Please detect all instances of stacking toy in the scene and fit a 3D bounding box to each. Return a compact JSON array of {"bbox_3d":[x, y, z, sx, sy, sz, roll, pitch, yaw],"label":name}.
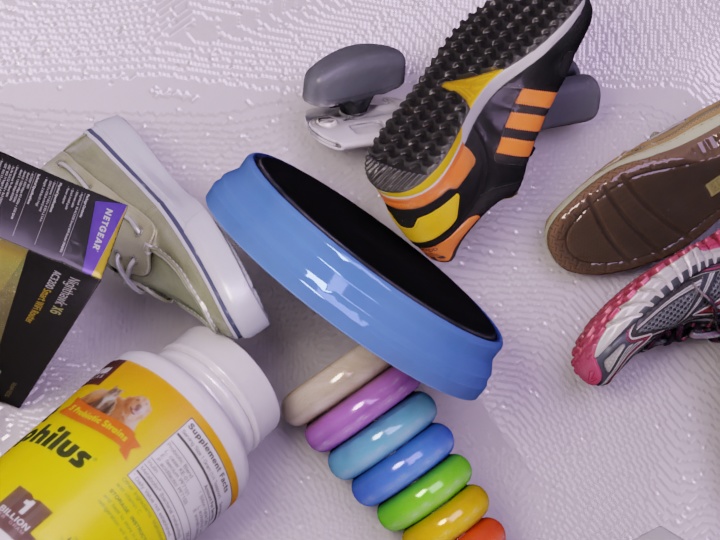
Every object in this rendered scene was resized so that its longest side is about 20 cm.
[{"bbox_3d":[0.040,0.137,1.757,0.085,0.085,0.200,-34,88,-27],"label":"stacking toy"}]

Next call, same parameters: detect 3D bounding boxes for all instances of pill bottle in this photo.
[{"bbox_3d":[-0.140,0.121,1.680,0.109,0.109,0.200,47,62,3],"label":"pill bottle"}]

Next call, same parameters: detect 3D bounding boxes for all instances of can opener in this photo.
[{"bbox_3d":[0.058,-0.115,1.859,0.200,0.067,0.053,-12,33,-23],"label":"can opener"}]

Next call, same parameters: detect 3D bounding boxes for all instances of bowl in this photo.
[{"bbox_3d":[0.000,0.000,1.733,0.201,0.201,0.039,36,99,-3],"label":"bowl"}]

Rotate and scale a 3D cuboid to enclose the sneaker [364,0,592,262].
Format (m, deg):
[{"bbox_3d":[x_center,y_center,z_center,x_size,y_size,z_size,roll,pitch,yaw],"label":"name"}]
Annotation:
[{"bbox_3d":[0.081,-0.092,1.824,0.200,0.070,0.090,-50,134,-27],"label":"sneaker"}]

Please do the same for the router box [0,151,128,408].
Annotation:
[{"bbox_3d":[-0.233,-0.006,1.646,0.157,0.200,0.052,22,61,-9],"label":"router box"}]

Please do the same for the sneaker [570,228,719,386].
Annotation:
[{"bbox_3d":[0.218,0.020,1.860,0.200,0.081,0.075,-29,83,-27],"label":"sneaker"}]

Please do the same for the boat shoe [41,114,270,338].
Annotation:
[{"bbox_3d":[-0.121,-0.016,1.736,0.062,0.072,0.200,-33,46,-10],"label":"boat shoe"}]

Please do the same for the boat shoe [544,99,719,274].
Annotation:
[{"bbox_3d":[0.201,-0.062,1.897,0.200,0.076,0.072,-26,115,-9],"label":"boat shoe"}]

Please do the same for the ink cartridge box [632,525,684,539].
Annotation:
[{"bbox_3d":[0.137,0.242,1.683,0.200,0.145,0.085,-26,113,-17],"label":"ink cartridge box"}]
